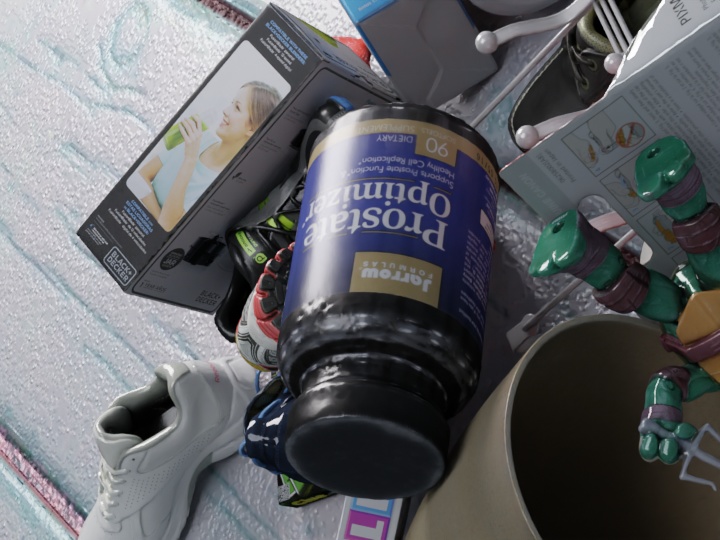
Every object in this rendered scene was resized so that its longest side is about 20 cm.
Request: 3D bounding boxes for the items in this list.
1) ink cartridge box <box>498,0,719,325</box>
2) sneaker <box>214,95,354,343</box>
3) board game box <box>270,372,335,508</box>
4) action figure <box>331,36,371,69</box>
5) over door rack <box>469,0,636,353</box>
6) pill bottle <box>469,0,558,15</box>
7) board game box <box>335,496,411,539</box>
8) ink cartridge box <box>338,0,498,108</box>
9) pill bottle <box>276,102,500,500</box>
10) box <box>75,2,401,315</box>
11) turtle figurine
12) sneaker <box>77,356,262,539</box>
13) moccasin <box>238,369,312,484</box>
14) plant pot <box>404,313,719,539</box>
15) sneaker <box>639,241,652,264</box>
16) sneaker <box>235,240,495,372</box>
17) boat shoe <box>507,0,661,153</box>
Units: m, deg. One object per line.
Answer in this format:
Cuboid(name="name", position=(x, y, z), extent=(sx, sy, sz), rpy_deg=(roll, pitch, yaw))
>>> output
Cuboid(name="ink cartridge box", position=(0.189, -0.076, 1.003), extent=(0.200, 0.162, 0.057), rpy_deg=(-32, 40, 21))
Cuboid(name="sneaker", position=(-0.039, -0.022, 1.253), extent=(0.071, 0.083, 0.200), rpy_deg=(48, 132, 25))
Cuboid(name="board game box", position=(-0.020, 0.050, 1.321), extent=(0.105, 0.023, 0.201), rpy_deg=(-23, 63, 38))
Cuboid(name="action figure", position=(-0.040, -0.096, 1.358), extent=(0.200, 0.052, 0.065), rpy_deg=(-50, 41, 13))
Cuboid(name="over door rack", position=(0.105, -0.060, 1.123), extent=(0.200, 0.066, 0.148), rpy_deg=(-55, 48, 48))
Cuboid(name="pill bottle", position=(0.071, -0.263, 1.256), extent=(0.106, 0.106, 0.200), rpy_deg=(-49, 48, 25))
Cuboid(name="board game box", position=(0.011, 0.137, 1.176), extent=(0.034, 0.134, 0.201), rpy_deg=(12, 78, 4))
Cuboid(name="ink cartridge box", position=(0.005, -0.210, 1.288), extent=(0.068, 0.115, 0.200), rpy_deg=(-32, 55, 4))
Cuboid(name="pill bottle", position=(0.014, 0.017, 1.068), extent=(0.112, 0.112, 0.201), rpy_deg=(-27, 42, 39))
Cuboid(name="box", position=(-0.078, -0.069, 1.280), extent=(0.200, 0.117, 0.060), rpy_deg=(-48, 65, 13))
Cuboid(name="turtle figurine", position=(0.186, 0.032, 0.996), extent=(0.150, 0.200, 0.101), rpy_deg=(-45, 18, 2))
Cuboid(name="sneaker", position=(-0.159, 0.133, 1.383), extent=(0.200, 0.099, 0.078), rpy_deg=(-56, 45, 18))
Cuboid(name="moccasin", position=(-0.038, 0.086, 1.187), extent=(0.200, 0.068, 0.081), rpy_deg=(106, 170, -85))
Cuboid(name="plant pot", position=(0.103, 0.151, 1.064), extent=(0.200, 0.187, 0.188), rpy_deg=(-43, 50, 47))
Cuboid(name="sneaker", position=(0.197, -0.074, 1.088), extent=(0.074, 0.080, 0.201), rpy_deg=(30, 102, 44))
Cuboid(name="sneaker", position=(0.000, 0.000, 1.198), extent=(0.078, 0.200, 0.082), rpy_deg=(58, 142, 10))
Cuboid(name="boat shoe", position=(0.152, -0.139, 1.161), extent=(0.201, 0.066, 0.072), rpy_deg=(-39, 54, 33))
